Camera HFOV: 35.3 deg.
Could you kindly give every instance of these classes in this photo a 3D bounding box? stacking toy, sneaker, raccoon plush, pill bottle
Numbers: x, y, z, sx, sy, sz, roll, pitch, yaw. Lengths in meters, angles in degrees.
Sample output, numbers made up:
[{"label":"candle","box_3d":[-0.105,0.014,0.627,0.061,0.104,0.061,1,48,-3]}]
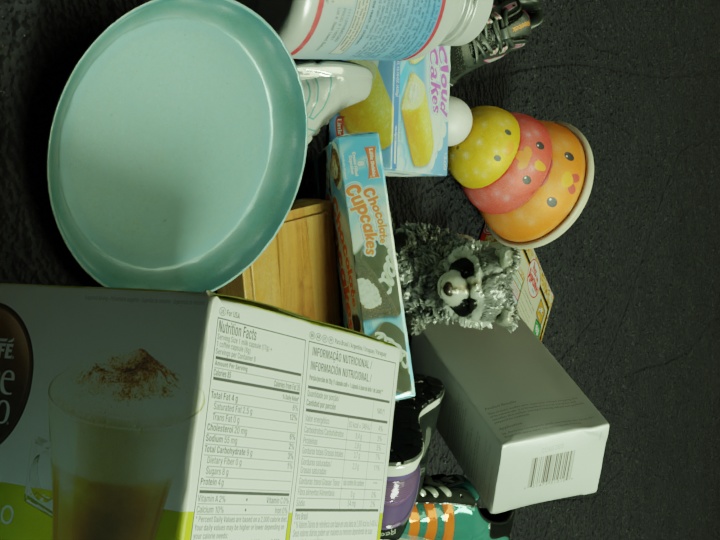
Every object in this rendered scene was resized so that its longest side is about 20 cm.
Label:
[{"label":"stacking toy","box_3d":[0.134,-0.119,1.171,0.199,0.145,0.148,25,70,-40]},{"label":"sneaker","box_3d":[0.127,-0.248,1.154,0.200,0.085,0.081,-50,133,-46]},{"label":"sneaker","box_3d":[-0.062,-0.121,0.857,0.199,0.070,0.081,-20,115,-51]},{"label":"sneaker","box_3d":[0.025,0.154,0.960,0.200,0.075,0.089,-55,150,-69]},{"label":"sneaker","box_3d":[0.054,0.210,1.013,0.199,0.071,0.081,28,91,-29]},{"label":"raccoon plush","box_3d":[0.109,-0.009,1.049,0.200,0.133,0.098,-43,128,-51]},{"label":"pill bottle","box_3d":[0.004,-0.214,0.855,0.198,0.108,0.110,-7,99,-39]}]

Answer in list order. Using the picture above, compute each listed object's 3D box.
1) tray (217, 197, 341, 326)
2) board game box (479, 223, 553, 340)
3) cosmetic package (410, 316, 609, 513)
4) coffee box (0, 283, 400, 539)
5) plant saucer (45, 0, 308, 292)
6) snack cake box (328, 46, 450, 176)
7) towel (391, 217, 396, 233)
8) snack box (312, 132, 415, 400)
[{"label":"tray","box_3d":[-0.058,0.053,0.878,0.098,0.037,0.203,-17,109,-44]},{"label":"board game box","box_3d":[0.158,0.065,1.277,0.152,0.046,0.202,59,43,-44]},{"label":"cosmetic package","box_3d":[0.130,0.121,1.049,0.111,0.200,0.082,-6,122,-18]},{"label":"coffee box","box_3d":[-0.115,0.119,0.638,0.199,0.197,0.201,20,75,-59]},{"label":"plant saucer","box_3d":[-0.118,-0.079,0.735,0.199,0.027,0.203,-19,119,-37]},{"label":"snack cake box","box_3d":[0.029,-0.186,1.003,0.115,0.066,0.203,-3,95,-60]},{"label":"towel","box_3d":[0.002,0.039,1.019,0.201,0.023,0.145,-58,139,-40]},{"label":"snack box","box_3d":[0.000,0.000,0.899,0.116,0.037,0.203,164,-82,-78]}]
